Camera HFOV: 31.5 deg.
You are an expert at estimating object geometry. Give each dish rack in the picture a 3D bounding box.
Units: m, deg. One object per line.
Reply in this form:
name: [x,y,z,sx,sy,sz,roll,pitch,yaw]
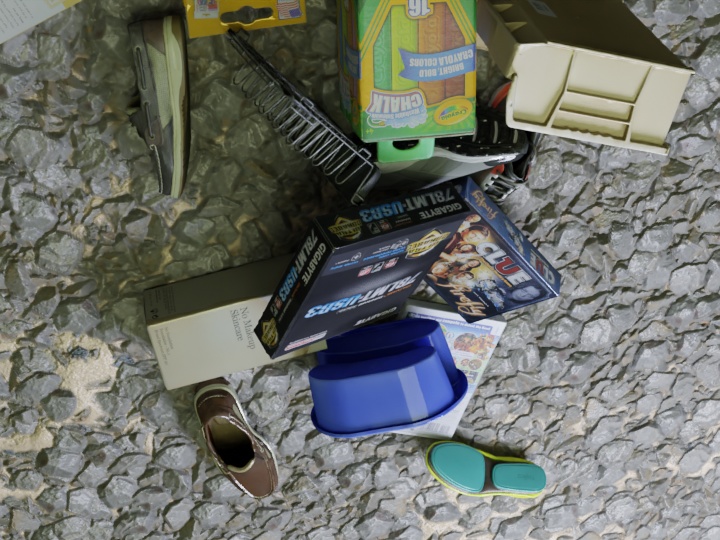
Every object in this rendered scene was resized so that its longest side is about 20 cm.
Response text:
dish rack: [-0.067,-0.158,1.296,0.055,0.154,0.200,-46,144,5]

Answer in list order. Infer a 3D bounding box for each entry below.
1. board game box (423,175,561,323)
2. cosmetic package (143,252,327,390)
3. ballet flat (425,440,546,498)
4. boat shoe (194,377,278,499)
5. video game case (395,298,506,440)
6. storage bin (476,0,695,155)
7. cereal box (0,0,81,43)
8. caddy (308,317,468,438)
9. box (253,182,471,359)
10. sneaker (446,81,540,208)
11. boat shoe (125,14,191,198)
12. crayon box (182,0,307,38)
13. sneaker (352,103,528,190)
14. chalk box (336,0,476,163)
board game box: [0.128,-0.020,1.504,0.135,0.035,0.200,-20,133,36]
cosmetic package: [-0.147,0.058,1.501,0.198,0.073,0.104,-15,126,-3]
ballet flat: [0.161,0.279,1.744,0.198,0.068,0.067,15,159,-26]
boat shoe: [-0.158,0.232,1.618,0.074,0.075,0.203,-24,127,4]
video game case: [0.088,0.131,1.646,0.142,0.018,0.201,11,121,-20]
storage bin: [0.209,-0.220,1.317,0.196,0.201,0.094,7,122,-19]
cereal box: [-0.370,-0.288,1.221,0.198,0.040,0.145,-26,126,5]
caddy: [0.029,0.139,1.542,0.198,0.142,0.106,-11,114,14]
box: [0.000,0.000,1.394,0.199,0.050,0.199,-17,151,-38]
sneaker: [0.154,-0.115,1.449,0.076,0.082,0.202,6,125,-18]
boat shoe: [-0.211,-0.170,1.331,0.065,0.072,0.203,2,124,-3]
crayon box: [-0.122,-0.336,1.243,0.124,0.052,0.202,-9,125,-8]
sneaker: [0.090,-0.130,1.414,0.198,0.075,0.080,-5,143,20]
chalk box: [0.046,-0.204,1.310,0.123,0.124,0.202,-7,113,-10]
